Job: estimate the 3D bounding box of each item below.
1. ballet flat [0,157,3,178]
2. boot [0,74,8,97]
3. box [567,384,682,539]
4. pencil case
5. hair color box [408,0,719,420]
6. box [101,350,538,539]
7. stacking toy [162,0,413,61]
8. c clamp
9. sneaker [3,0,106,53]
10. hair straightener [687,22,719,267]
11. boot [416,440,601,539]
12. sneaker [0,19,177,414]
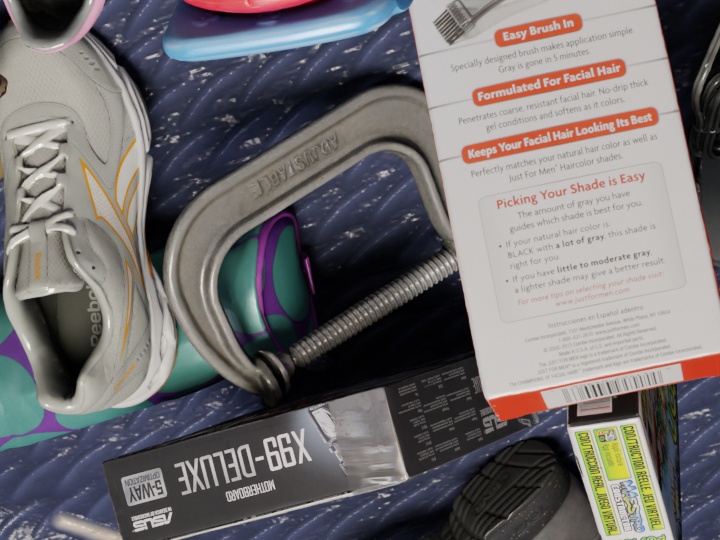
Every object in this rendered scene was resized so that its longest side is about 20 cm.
[{"bbox_3d":[-0.267,-0.068,1.375,0.200,0.063,0.069,16,132,-10],"label":"ballet flat"},{"bbox_3d":[-0.221,-0.131,1.281,0.200,0.073,0.151,-36,105,30],"label":"boot"},{"bbox_3d":[0.127,0.038,1.348,0.035,0.200,0.110,-9,132,13],"label":"box"},{"bbox_3d":[-0.118,0.034,1.443,0.200,0.092,0.085,-16,86,19],"label":"pencil case"},{"bbox_3d":[0.093,-0.043,1.245,0.111,0.200,0.064,-11,167,6],"label":"hair color box"},{"bbox_3d":[-0.015,0.087,1.416,0.157,0.200,0.050,-16,89,22],"label":"box"},{"bbox_3d":[-0.048,-0.198,1.192,0.110,0.116,0.200,-9,118,12],"label":"stacking toy"},{"bbox_3d":[0.000,0.000,1.377,0.200,0.027,0.171,-27,120,-21],"label":"c clamp"},{"bbox_3d":[-0.141,-0.188,1.241,0.070,0.082,0.200,-3,132,8],"label":"sneaker"},{"bbox_3d":[0.175,-0.062,1.309,0.041,0.077,0.200,20,148,10],"label":"hair straightener"},{"bbox_3d":[0.070,0.199,1.557,0.200,0.070,0.132,-37,122,9],"label":"boot"},{"bbox_3d":[-0.142,-0.025,1.341,0.076,0.092,0.200,-13,96,19],"label":"sneaker"}]
